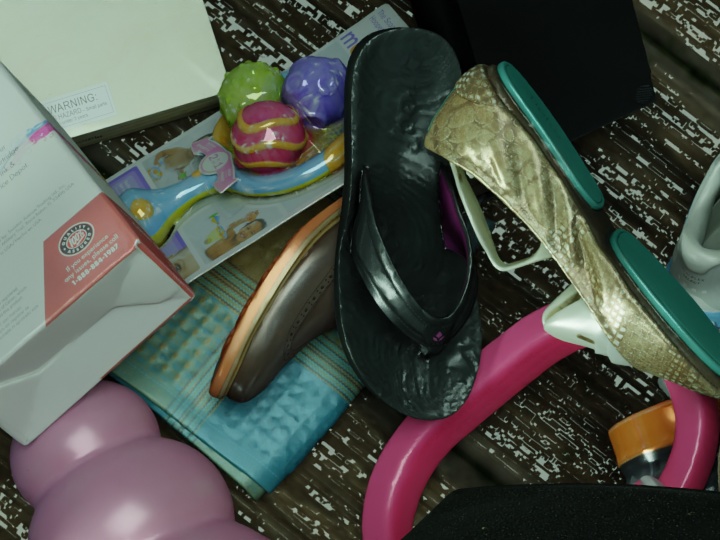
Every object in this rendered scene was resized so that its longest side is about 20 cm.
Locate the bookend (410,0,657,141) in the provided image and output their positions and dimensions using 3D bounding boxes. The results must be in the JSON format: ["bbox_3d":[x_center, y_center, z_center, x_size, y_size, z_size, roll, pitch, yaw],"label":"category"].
[{"bbox_3d":[0.057,-0.192,1.294,0.092,0.199,0.200,-25,123,-8],"label":"bookend"}]

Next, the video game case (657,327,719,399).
[{"bbox_3d":[0.277,0.085,1.288,0.143,0.017,0.200,-41,82,-12],"label":"video game case"}]

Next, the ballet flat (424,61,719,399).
[{"bbox_3d":[0.102,-0.008,1.170,0.065,0.070,0.200,-38,83,17],"label":"ballet flat"}]

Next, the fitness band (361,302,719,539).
[{"bbox_3d":[0.087,0.100,1.214,0.200,0.037,0.144,-40,51,13],"label":"fitness band"}]

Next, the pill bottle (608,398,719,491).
[{"bbox_3d":[0.191,0.161,1.220,0.106,0.106,0.200,-17,77,-7],"label":"pill bottle"}]

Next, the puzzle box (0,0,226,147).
[{"bbox_3d":[-0.183,-0.127,1.312,0.200,0.025,0.133,-16,78,-7],"label":"puzzle box"}]

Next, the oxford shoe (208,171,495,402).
[{"bbox_3d":[0.000,0.000,1.250,0.073,0.071,0.200,40,75,2],"label":"oxford shoe"}]

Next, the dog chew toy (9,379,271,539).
[{"bbox_3d":[-0.108,0.141,1.208,0.124,0.125,0.200,-29,71,-9],"label":"dog chew toy"}]

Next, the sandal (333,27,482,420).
[{"bbox_3d":[0.024,-0.020,1.202,0.075,0.048,0.201,-8,101,-15],"label":"sandal"}]

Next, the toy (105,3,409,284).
[{"bbox_3d":[-0.055,-0.072,1.253,0.200,0.047,0.115,-35,41,-1],"label":"toy"}]

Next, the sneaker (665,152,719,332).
[{"bbox_3d":[0.229,-0.059,1.278,0.075,0.087,0.200,28,70,21],"label":"sneaker"}]

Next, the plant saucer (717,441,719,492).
[{"bbox_3d":[0.264,0.109,1.142,0.200,0.034,0.201,9,64,-19],"label":"plant saucer"}]

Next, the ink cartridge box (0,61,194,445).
[{"bbox_3d":[-0.187,-0.025,1.224,0.116,0.068,0.200,-41,55,1],"label":"ink cartridge box"}]

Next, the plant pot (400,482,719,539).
[{"bbox_3d":[0.083,0.209,1.076,0.177,0.200,0.200,16,39,32],"label":"plant pot"}]

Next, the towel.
[{"bbox_3d":[-0.044,0.005,1.291,0.147,0.022,0.200,40,76,6],"label":"towel"}]
